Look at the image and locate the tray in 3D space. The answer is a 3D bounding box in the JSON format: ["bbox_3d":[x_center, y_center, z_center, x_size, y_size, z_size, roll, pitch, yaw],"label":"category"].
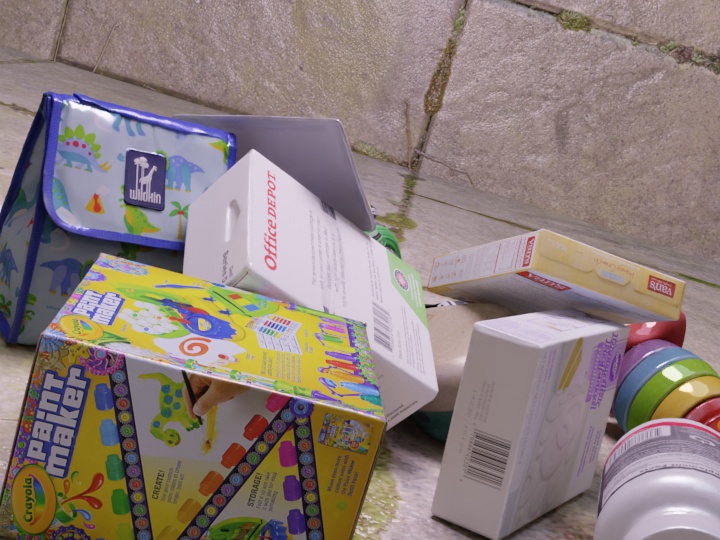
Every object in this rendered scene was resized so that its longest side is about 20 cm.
[{"bbox_3d":[-0.073,-0.090,0.998,0.200,0.107,0.022,8,38,39],"label":"tray"}]

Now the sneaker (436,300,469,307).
[{"bbox_3d":[0.140,0.082,1.152,0.079,0.079,0.200,-20,28,-7],"label":"sneaker"}]

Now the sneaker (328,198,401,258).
[{"bbox_3d":[0.000,0.000,1.085,0.085,0.078,0.200,67,7,20],"label":"sneaker"}]

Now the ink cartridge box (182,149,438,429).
[{"bbox_3d":[-0.040,0.022,0.912,0.200,0.084,0.146,36,31,-31],"label":"ink cartridge box"}]

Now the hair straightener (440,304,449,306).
[{"bbox_3d":[0.074,0.052,1.126,0.200,0.041,0.077,0,38,34],"label":"hair straightener"}]

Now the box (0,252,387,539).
[{"bbox_3d":[-0.097,0.088,0.716,0.192,0.122,0.200,16,12,-6],"label":"box"}]

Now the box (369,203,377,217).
[{"bbox_3d":[-0.113,-0.063,1.404,0.196,0.124,0.200,14,12,-22],"label":"box"}]

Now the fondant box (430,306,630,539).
[{"bbox_3d":[0.136,0.109,0.885,0.058,0.144,0.200,17,10,28],"label":"fondant box"}]

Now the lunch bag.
[{"bbox_3d":[-0.202,-0.036,0.960,0.170,0.200,0.127,10,13,-35],"label":"lunch bag"}]

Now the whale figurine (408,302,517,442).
[{"bbox_3d":[0.067,0.090,1.021,0.159,0.104,0.200,-37,29,-33],"label":"whale figurine"}]

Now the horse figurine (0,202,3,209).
[{"bbox_3d":[-0.364,-0.044,1.126,0.200,0.050,0.132,1,6,-36],"label":"horse figurine"}]

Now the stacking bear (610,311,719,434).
[{"bbox_3d":[0.315,0.140,1.107,0.121,0.114,0.200,-14,36,-21],"label":"stacking bear"}]

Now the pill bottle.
[{"bbox_3d":[0.212,0.176,0.772,0.111,0.111,0.200,19,12,11],"label":"pill bottle"}]

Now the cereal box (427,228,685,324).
[{"bbox_3d":[0.164,0.013,1.006,0.144,0.040,0.200,18,-12,-19],"label":"cereal box"}]

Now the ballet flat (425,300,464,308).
[{"bbox_3d":[0.025,0.034,1.308,0.200,0.057,0.066,17,11,3],"label":"ballet flat"}]
